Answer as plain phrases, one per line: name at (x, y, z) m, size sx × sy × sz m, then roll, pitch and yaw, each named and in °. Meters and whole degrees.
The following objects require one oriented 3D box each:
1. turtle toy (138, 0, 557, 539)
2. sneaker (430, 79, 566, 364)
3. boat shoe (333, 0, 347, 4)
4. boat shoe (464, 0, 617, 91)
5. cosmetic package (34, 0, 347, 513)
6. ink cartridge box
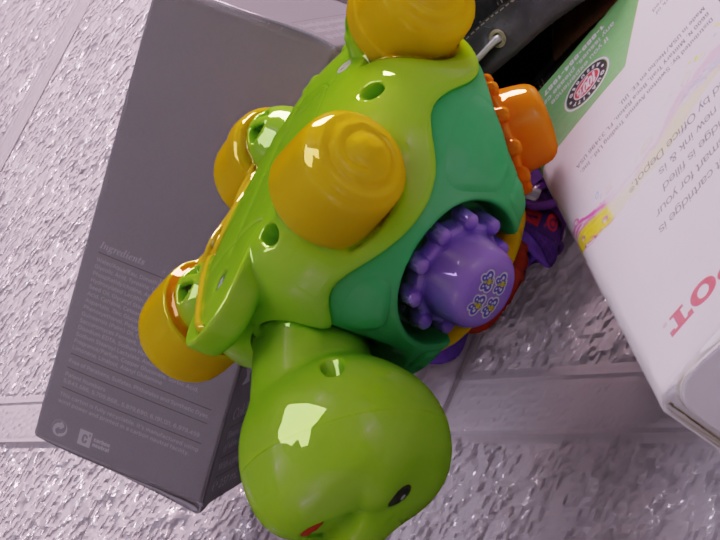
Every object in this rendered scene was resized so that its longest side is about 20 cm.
turtle toy at (0.000, 0.000, 0.781) m, size 0.146 × 0.101 × 0.200 m, roll -43°, pitch 20°, yaw 51°
sneaker at (0.070, -0.046, 0.936) m, size 0.200 × 0.081 × 0.083 m, roll -58°, pitch 38°, yaw 17°
boat shoe at (-0.052, -0.073, 1.058) m, size 0.200 × 0.070 × 0.071 m, roll -56°, pitch 28°, yaw 34°
boat shoe at (0.032, -0.055, 0.879) m, size 0.200 × 0.068 × 0.072 m, roll -55°, pitch -16°, yaw 25°
cosmetic package at (-0.056, -0.017, 0.969) m, size 0.107 × 0.090 × 0.200 m, roll -30°, pitch -38°, yaw -68°
ink cartridge box at (0.144, -0.038, 0.756) m, size 0.145 × 0.087 × 0.200 m, roll -49°, pitch 24°, yaw 16°
